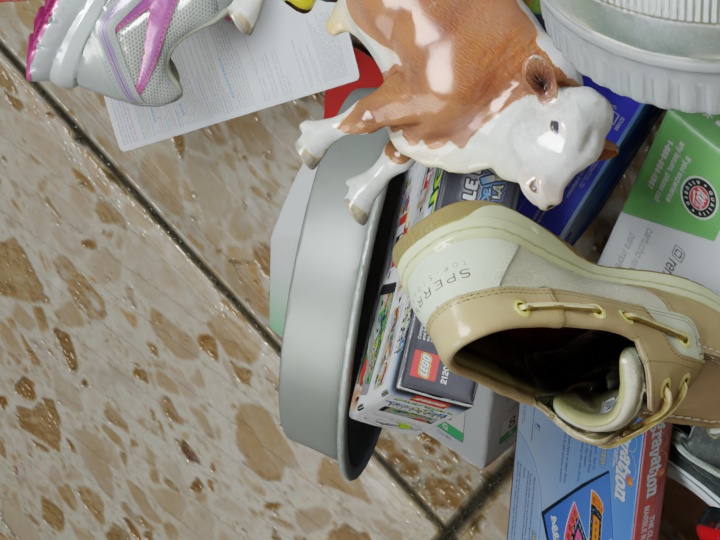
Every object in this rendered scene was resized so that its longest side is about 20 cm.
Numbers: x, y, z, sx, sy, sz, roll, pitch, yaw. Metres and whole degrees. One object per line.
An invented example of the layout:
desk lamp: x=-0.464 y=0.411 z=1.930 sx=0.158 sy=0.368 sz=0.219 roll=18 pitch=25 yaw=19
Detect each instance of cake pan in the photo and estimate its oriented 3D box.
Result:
cake pan: x=0.000 y=0.000 z=1.214 sx=0.037 sy=0.201 sz=0.201 roll=11 pitch=136 yaw=9

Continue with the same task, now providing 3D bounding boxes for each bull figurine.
bull figurine: x=0.022 y=-0.094 z=1.034 sx=0.065 sy=0.121 sz=0.200 roll=29 pitch=-147 yaw=-63

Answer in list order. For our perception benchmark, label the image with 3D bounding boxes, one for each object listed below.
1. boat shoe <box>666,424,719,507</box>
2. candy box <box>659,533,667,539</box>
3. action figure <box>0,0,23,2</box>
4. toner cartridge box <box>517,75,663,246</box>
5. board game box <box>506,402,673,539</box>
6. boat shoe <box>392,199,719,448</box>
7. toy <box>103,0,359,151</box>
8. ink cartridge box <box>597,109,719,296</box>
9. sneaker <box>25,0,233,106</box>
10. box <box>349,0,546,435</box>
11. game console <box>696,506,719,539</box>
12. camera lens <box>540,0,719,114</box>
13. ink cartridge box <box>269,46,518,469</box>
boat shoe: x=0.178 y=0.077 z=1.189 sx=0.200 sy=0.072 sz=0.071 roll=23 pitch=154 yaw=44
candy box: x=0.158 y=0.223 z=1.340 sx=0.200 sy=0.055 sz=0.116 roll=44 pitch=120 yaw=17
action figure: x=-0.165 y=-0.197 z=1.301 sx=0.065 sy=0.099 sz=0.201 roll=10 pitch=114 yaw=47
toner cartridge box: x=0.104 y=-0.065 z=1.138 sx=0.043 sy=0.095 sz=0.200 roll=37 pitch=146 yaw=7
board game box: x=0.112 y=0.104 z=1.245 sx=0.103 sy=0.019 sz=0.201 roll=46 pitch=143 yaw=45
boat shoe: x=0.095 y=0.037 z=1.021 sx=0.074 sy=0.200 sz=0.067 roll=-41 pitch=45 yaw=35
toy: x=-0.070 y=-0.139 z=1.325 sx=0.200 sy=0.047 sz=0.116 roll=-12 pitch=95 yaw=50
ink cartridge box: x=0.212 y=0.014 z=1.091 sx=0.200 sy=0.084 sz=0.145 roll=40 pitch=146 yaw=16
sneaker: x=-0.089 y=-0.169 z=1.251 sx=0.088 sy=0.200 sz=0.081 roll=26 pitch=-166 yaw=-14
box: x=0.042 y=-0.033 z=1.105 sx=0.035 sy=0.201 sz=0.110 roll=15 pitch=168 yaw=-8
game console: x=0.272 y=0.114 z=1.046 sx=0.200 sy=0.119 sz=0.172 roll=31 pitch=172 yaw=-15
camera lens: x=0.137 y=-0.180 z=0.929 sx=0.160 sy=0.160 sz=0.201 roll=28 pitch=140 yaw=33
ink cartridge box: x=0.024 y=-0.007 z=1.342 sx=0.161 sy=0.050 sz=0.200 roll=33 pitch=145 yaw=27
